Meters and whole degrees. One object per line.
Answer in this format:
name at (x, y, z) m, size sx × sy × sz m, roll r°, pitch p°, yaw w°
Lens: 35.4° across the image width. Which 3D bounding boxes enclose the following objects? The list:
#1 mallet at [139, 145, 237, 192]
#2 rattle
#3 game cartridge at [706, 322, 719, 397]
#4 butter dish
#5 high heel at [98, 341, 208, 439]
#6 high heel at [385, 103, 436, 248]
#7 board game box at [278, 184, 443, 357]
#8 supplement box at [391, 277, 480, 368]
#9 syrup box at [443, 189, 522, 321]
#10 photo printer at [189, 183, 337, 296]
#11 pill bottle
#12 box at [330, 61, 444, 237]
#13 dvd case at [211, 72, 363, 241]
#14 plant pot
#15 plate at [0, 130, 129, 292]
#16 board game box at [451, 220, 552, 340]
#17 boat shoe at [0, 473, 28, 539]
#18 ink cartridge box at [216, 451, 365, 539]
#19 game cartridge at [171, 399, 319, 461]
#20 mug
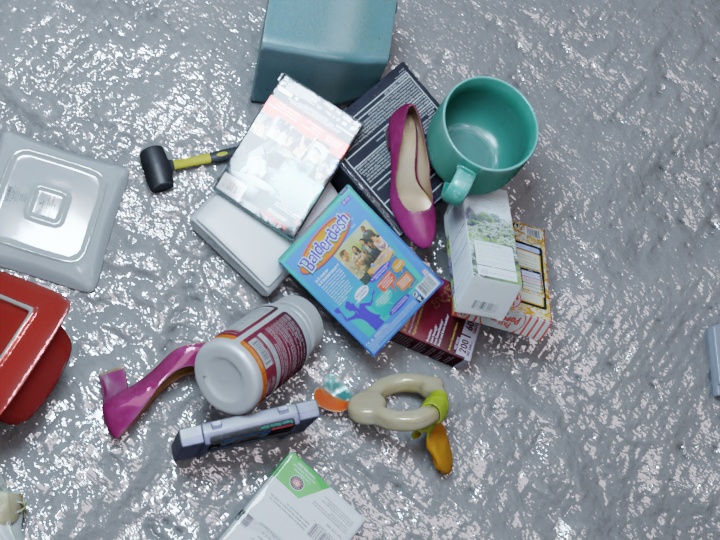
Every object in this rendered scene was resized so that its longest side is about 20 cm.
mallet at (-0.235, -0.161, 1.719) m, size 0.196 × 0.041 × 0.067 m, roll -7°, pitch 76°, yaw -21°
rattle at (0.034, 0.230, 1.688) m, size 0.196 × 0.144 × 0.132 m, roll -8°, pitch 44°, yaw -2°
game cartridge at (0.672, 0.145, 1.886) m, size 0.196 × 0.040 × 0.136 m, roll 3°, pitch 78°, yaw -15°
butter dish at (-0.470, 0.127, 1.522) m, size 0.197 × 0.148 × 0.201 m, roll 16°, pitch 64°, yaw 34°
high heel at (-0.269, 0.166, 1.595) m, size 0.196 × 0.068 × 0.097 m, roll -15°, pitch 69°, yaw -14°
high heel at (0.077, -0.137, 1.635) m, size 0.066 × 0.096 × 0.204 m, roll -14°, pitch 80°, yaw -17°
board game box at (0.000, 0.000, 1.647) m, size 0.152 × 0.045 × 0.200 m, roll -45°, pitch 99°, yaw 1°
supplement box at (0.086, 0.060, 1.732) m, size 0.197 × 0.061 × 0.111 m, roll 22°, pitch 71°, yaw -8°
syrup box at (0.178, -0.032, 1.667) m, size 0.077 × 0.082 × 0.202 m, roll 11°, pitch 44°, yaw -14°
photo printer at (-0.134, -0.088, 1.702) m, size 0.166 × 0.069 × 0.200 m, roll 43°, pitch 72°, yaw 0°
pill bottle at (-0.137, 0.113, 1.588) m, size 0.110 × 0.109 × 0.200 m, roll 51°, pitch 35°, yaw 3°
box at (0.050, -0.171, 1.751) m, size 0.199 × 0.123 × 0.199 m, roll -41°, pitch 87°, yaw -20°
dvd case at (-0.106, -0.167, 1.654) m, size 0.145 × 0.022 × 0.202 m, roll 31°, pitch 84°, yaw 3°
plant pot at (-0.051, -0.368, 1.731) m, size 0.196 × 0.197 × 0.200 m, roll 10°, pitch 72°, yaw -8°
plate at (-0.455, -0.090, 1.638) m, size 0.196 × 0.032 × 0.203 m, roll 17°, pitch 72°, yaw -10°
board game box at (0.216, 0.000, 1.747) m, size 0.149 × 0.047 × 0.202 m, roll 16°, pitch 45°, yaw -11°
boat shoe at (-0.477, 0.318, 1.496) m, size 0.068 × 0.075 × 0.201 m, roll -34°, pitch 85°, yaw -15°
ink cartridge box at (-0.113, 0.381, 1.575) m, size 0.146 × 0.084 × 0.200 m, roll 43°, pitch 69°, yaw -1°
game cartridge at (-0.162, 0.226, 1.580) m, size 0.196 × 0.130 × 0.039 m, roll -11°, pitch 79°, yaw -17°
mug at (0.159, -0.184, 1.653) m, size 0.183 × 0.115 × 0.154 m, roll -27°, pitch 79°, yaw -24°
